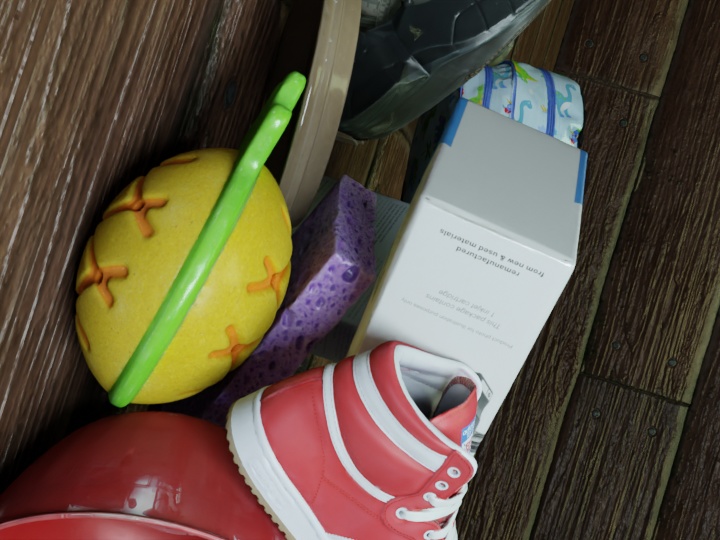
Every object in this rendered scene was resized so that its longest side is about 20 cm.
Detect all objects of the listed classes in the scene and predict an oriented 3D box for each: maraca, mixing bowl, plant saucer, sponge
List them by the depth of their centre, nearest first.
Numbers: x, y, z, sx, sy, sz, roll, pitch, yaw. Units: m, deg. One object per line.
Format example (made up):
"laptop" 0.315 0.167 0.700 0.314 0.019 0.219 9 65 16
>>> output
"mixing bowl" -0.109 0.148 0.617 0.109 0.199 0.201 -83 179 -49
"maraca" -0.084 -0.017 0.623 0.201 0.107 0.137 -61 -166 -3
"sponge" -0.061 0.042 0.696 0.200 0.030 0.112 -50 -162 22
"plant saucer" -0.037 -0.112 0.744 0.200 0.029 0.201 -167 -90 -78

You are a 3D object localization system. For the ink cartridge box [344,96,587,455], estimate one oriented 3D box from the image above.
"ink cartridge box" 0.045 0.028 0.640 0.145 0.084 0.201 -66 179 -59

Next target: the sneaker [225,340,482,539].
"sneaker" 0.034 0.121 0.568 0.200 0.112 0.071 54 22 -23

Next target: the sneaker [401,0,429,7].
"sneaker" 0.002 -0.187 0.639 0.098 0.199 0.071 87 -11 -51

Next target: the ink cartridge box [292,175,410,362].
"ink cartridge box" 0.000 0.000 0.842 0.200 0.199 0.041 -53 157 -57

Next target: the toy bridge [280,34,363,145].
"toy bridge" -0.011 -0.141 0.917 0.200 0.067 0.027 60 49 -75

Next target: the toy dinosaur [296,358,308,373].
"toy dinosaur" -0.082 0.117 0.918 0.200 0.102 0.077 -58 175 -24

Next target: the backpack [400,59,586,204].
"backpack" 0.105 -0.092 0.950 0.200 0.153 0.164 -10 -119 59

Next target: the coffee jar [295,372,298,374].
"coffee jar" -0.104 0.156 0.803 0.085 0.104 0.201 33 71 -43

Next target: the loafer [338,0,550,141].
"loafer" 0.059 -0.163 0.828 0.072 0.199 0.073 29 34 -62

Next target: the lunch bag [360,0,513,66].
"lunch bag" 0.064 -0.267 0.913 0.168 0.139 0.201 -30 134 -74
